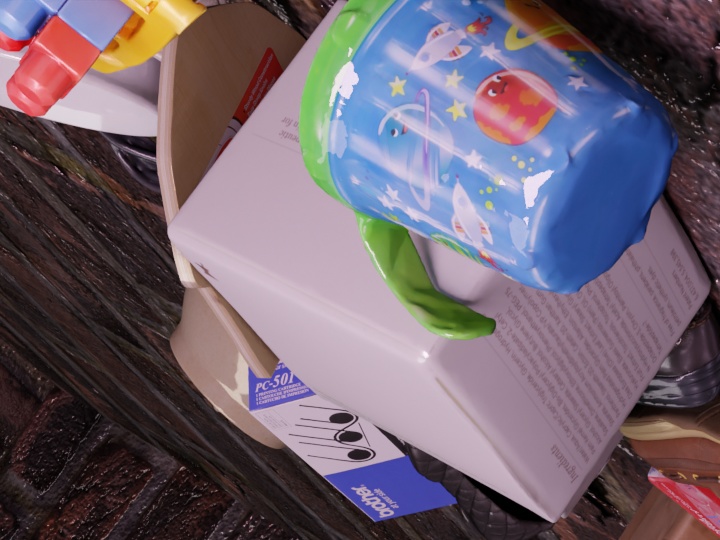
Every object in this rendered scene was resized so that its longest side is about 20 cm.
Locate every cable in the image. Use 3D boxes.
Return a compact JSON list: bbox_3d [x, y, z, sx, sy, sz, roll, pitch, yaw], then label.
[{"bbox_3d":[-0.162,-0.114,1.537,0.163,0.051,0.200,24,160,28],"label":"cable"}]

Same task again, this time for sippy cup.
[{"bbox_3d":[0.064,-0.060,0.873,0.130,0.140,0.178,37,160,34],"label":"sippy cup"}]

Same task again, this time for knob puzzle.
[{"bbox_3d":[-0.074,-0.067,1.142,0.030,0.220,0.220,-2,148,28],"label":"knob puzzle"}]

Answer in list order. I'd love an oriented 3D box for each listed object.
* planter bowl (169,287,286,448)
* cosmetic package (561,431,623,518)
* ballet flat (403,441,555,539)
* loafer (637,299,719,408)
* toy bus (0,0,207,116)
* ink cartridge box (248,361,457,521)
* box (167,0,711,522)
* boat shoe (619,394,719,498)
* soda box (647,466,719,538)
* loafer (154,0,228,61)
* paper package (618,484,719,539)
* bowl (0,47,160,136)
[{"bbox_3d":[-0.054,0.044,1.442,0.200,0.135,0.200,44,-170,-9],"label":"planter bowl"},{"bbox_3d":[0.129,0.084,1.338,0.074,0.102,0.200,32,165,22],"label":"cosmetic package"},{"bbox_3d":[0.073,0.120,1.307,0.057,0.067,0.200,-13,143,22],"label":"ballet flat"},{"bbox_3d":[0.127,0.031,1.187,0.199,0.073,0.072,0,125,30],"label":"loafer"},{"bbox_3d":[-0.114,-0.157,0.933,0.136,0.192,0.200,37,168,-11],"label":"toy bus"},{"bbox_3d":[0.009,0.110,1.359,0.094,0.044,0.200,-16,146,20],"label":"ink cartridge box"},{"bbox_3d":[0.048,-0.005,1.075,0.199,0.172,0.200,25,163,39],"label":"box"},{"bbox_3d":[0.230,0.099,1.151,0.068,0.072,0.200,58,156,-17],"label":"boat shoe"},{"bbox_3d":[0.291,0.173,1.306,0.200,0.063,0.070,38,167,-9],"label":"soda box"},{"bbox_3d":[-0.151,-0.198,1.166,0.200,0.072,0.063,46,175,-2],"label":"loafer"},{"bbox_3d":[0.267,0.259,1.382,0.200,0.191,0.103,37,164,-8],"label":"paper package"},{"bbox_3d":[-0.210,-0.162,1.315,0.200,0.091,0.201,15,174,2],"label":"bowl"}]
